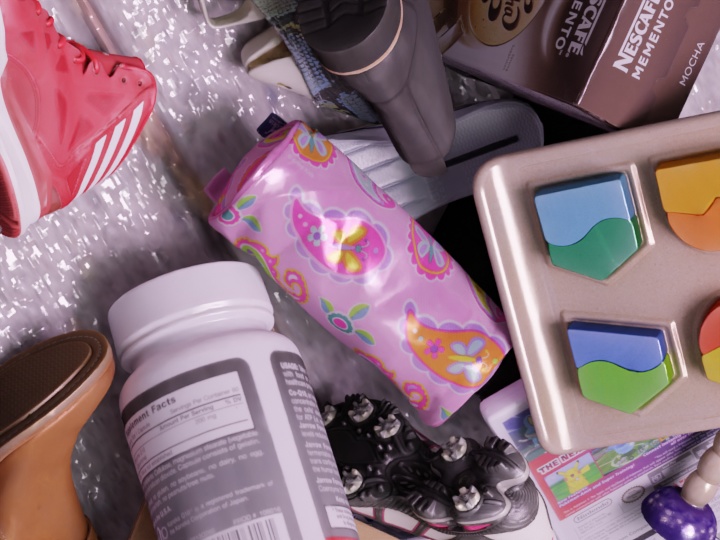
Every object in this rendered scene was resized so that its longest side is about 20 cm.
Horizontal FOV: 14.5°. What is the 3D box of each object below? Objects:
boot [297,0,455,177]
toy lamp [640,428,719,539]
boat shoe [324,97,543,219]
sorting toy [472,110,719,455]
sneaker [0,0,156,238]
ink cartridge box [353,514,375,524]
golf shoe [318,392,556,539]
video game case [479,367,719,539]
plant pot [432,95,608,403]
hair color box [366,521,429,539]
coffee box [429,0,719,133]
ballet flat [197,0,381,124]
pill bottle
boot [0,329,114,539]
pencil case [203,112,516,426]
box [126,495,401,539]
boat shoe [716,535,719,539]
[{"bbox_3d":[0.014,-0.166,1.677,0.138,0.077,0.200,54,35,-48],"label":"boot"},{"bbox_3d":[0.238,0.079,1.694,0.058,0.058,0.200,11,119,-36],"label":"toy lamp"},{"bbox_3d":[0.016,-0.058,1.748,0.200,0.062,0.072,-15,98,-10],"label":"boat shoe"},{"bbox_3d":[0.179,0.007,1.631,0.200,0.036,0.186,-12,103,14],"label":"sorting toy"},{"bbox_3d":[-0.183,-0.128,1.598,0.115,0.078,0.200,-31,133,-32],"label":"sneaker"},{"bbox_3d":[-0.059,0.235,1.817,0.200,0.037,0.095,-46,124,-10],"label":"ink cartridge box"},{"bbox_3d":[0.034,0.137,1.744,0.077,0.200,0.088,-53,131,-18],"label":"golf shoe"},{"bbox_3d":[0.194,0.096,1.741,0.200,0.023,0.182,-29,128,2],"label":"video game case"},{"bbox_3d":[0.148,0.028,1.800,0.177,0.200,0.199,-47,126,1],"label":"plant pot"},{"bbox_3d":[-0.028,0.222,1.769,0.200,0.061,0.099,-12,101,-21],"label":"hair color box"},{"bbox_3d":[0.119,-0.157,1.702,0.080,0.200,0.113,24,91,-37],"label":"coffee box"},{"bbox_3d":[-0.054,-0.153,1.680,0.074,0.074,0.200,-44,123,-14],"label":"ballet flat"},{"bbox_3d":[-0.076,0.105,1.659,0.114,0.114,0.200,-6,69,-33],"label":"pill bottle"},{"bbox_3d":[-0.182,0.145,1.675,0.200,0.077,0.155,-51,125,-6],"label":"boot"},{"bbox_3d":[0.000,0.000,1.679,0.200,0.087,0.087,42,80,-9],"label":"pencil case"},{"bbox_3d":[-0.053,0.211,1.699,0.200,0.021,0.164,25,63,-6],"label":"box"},{"bbox_3d":[0.147,0.209,1.929,0.202,0.086,0.075,-28,129,10],"label":"boat shoe"}]
